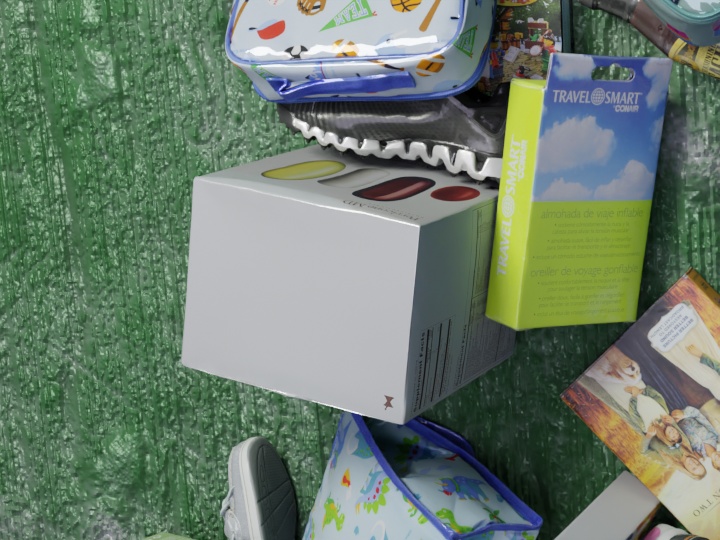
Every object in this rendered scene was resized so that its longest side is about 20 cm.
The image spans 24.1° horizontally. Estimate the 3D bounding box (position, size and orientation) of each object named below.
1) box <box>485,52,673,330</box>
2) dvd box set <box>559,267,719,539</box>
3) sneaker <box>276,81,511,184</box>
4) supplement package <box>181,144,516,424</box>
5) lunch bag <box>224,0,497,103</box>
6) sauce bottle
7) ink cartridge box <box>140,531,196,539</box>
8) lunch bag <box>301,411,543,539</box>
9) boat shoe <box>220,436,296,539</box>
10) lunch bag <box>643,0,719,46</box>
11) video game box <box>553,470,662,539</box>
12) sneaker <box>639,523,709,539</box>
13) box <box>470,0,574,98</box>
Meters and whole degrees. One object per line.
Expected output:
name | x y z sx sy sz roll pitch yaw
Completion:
box | 0.160 -0.060 1.238 0.048 0.121 0.201 24 113 54
dvd box set | 0.270 0.119 1.287 0.200 0.029 0.146 47 115 7
sneaker | 0.035 -0.126 1.267 0.199 0.066 0.091 14 105 15
supplement package | 0.000 0.000 1.267 0.190 0.200 0.148 13 107 25
lunch bag | -0.001 -0.194 1.230 0.199 0.076 0.161 -1 68 23
sauce bottle | 0.253 -0.172 1.209 0.199 0.066 0.066 25 111 17
ink cartridge box | -0.127 0.306 1.428 0.200 0.048 0.146 -3 103 58
lunch bag | 0.030 0.219 1.361 0.200 0.127 0.171 38 117 42
boat shoe | -0.092 0.240 1.443 0.064 0.074 0.203 -1 109 20
lunch bag | 0.250 -0.264 1.149 0.200 0.077 0.161 -40 75 7
video game box | 0.148 0.261 1.276 0.047 0.200 0.183 33 113 16
sneaker | 0.276 0.287 1.271 0.201 0.080 0.086 59 152 -11
box | 0.064 -0.170 1.299 0.199 0.038 0.137 1 103 22
